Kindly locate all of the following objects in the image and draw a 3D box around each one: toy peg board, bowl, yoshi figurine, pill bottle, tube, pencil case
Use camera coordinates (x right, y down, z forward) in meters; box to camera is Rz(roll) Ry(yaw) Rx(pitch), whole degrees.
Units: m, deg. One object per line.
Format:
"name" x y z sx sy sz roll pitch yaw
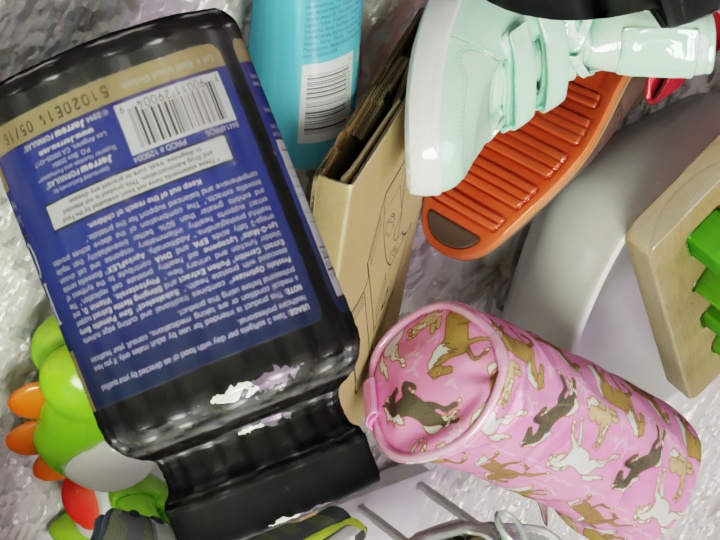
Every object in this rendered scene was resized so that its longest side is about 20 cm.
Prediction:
"toy peg board" 0.248 -0.020 1.409 0.199 0.098 0.200 -45 155 -9
"bowl" 0.151 -0.008 1.467 0.200 0.075 0.200 -29 148 -38
"yoshi figurine" -0.079 0.083 1.251 0.112 0.112 0.200 -52 145 -21
"pill bottle" -0.067 0.006 1.101 0.112 0.112 0.200 -20 88 -42
"tube" -0.020 -0.141 1.191 0.077 0.050 0.200 -45 147 -54
"pencil case" 0.084 0.077 1.344 0.200 0.083 0.087 28 98 -50

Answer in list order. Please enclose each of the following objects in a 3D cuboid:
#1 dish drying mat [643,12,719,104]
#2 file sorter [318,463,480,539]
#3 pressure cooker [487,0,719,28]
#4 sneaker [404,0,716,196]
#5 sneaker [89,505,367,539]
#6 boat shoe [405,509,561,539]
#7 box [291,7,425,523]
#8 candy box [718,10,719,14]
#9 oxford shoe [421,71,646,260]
"dish drying mat" 0.187 -0.143 1.406 0.200 0.018 0.077 -41 149 -62
"file sorter" -0.011 0.208 1.416 0.200 0.124 0.139 -17 130 -45
"pressure cooker" 0.098 -0.200 1.154 0.176 0.178 0.200 -62 145 -34
"sneaker" 0.095 -0.100 1.241 0.074 0.118 0.201 89 22 -45
"sneaker" -0.071 0.128 1.150 0.200 0.081 0.074 -14 138 -55
"boat shoe" 0.042 0.156 1.326 0.202 0.075 0.065 -2 158 -47
"box" 0.000 0.000 1.281 0.164 0.021 0.200 -60 163 -53
"candy box" 0.196 -0.194 1.294 0.061 0.200 0.136 -22 156 23
"oxford shoe" 0.106 -0.079 1.380 0.200 0.071 0.073 -51 151 -9
